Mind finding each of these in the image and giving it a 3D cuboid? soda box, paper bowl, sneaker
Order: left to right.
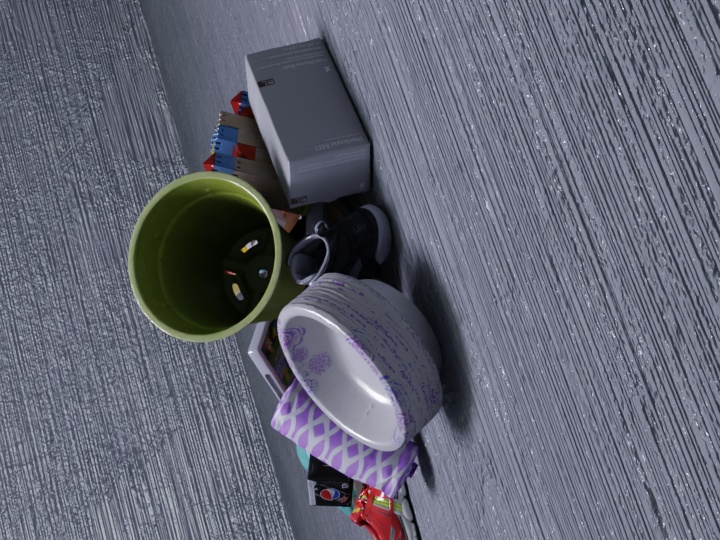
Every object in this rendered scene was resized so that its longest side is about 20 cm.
[{"bbox_3d":[-0.036,0.019,1.546,0.075,0.113,0.201,39,127,41],"label":"sneaker"},{"bbox_3d":[-0.037,0.243,1.916,0.071,0.063,0.201,87,-175,-45],"label":"soda box"},{"bbox_3d":[0.010,0.092,1.449,0.200,0.104,0.201,35,149,25],"label":"paper bowl"},{"bbox_3d":[0.022,0.323,1.842,0.077,0.084,0.201,121,133,-73],"label":"sneaker"}]

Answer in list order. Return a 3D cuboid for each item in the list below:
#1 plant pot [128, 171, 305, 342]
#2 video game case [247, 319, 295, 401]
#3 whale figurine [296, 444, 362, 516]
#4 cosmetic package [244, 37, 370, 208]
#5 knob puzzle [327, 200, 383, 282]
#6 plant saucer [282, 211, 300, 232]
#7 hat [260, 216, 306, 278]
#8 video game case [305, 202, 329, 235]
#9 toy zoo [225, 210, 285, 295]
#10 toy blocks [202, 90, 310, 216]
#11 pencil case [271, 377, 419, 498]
[{"bbox_3d":[-0.154,-0.006,1.617,0.190,0.199,0.201,21,-130,-70],"label":"plant pot"},{"bbox_3d":[-0.100,0.119,1.989,0.183,0.022,0.201,60,-152,-32],"label":"video game case"},{"bbox_3d":[-0.047,0.315,2.123,0.159,0.103,0.201,-119,18,-50],"label":"whale figurine"},{"bbox_3d":[-0.065,-0.179,1.588,0.091,0.106,0.201,89,161,-48],"label":"cosmetic package"},{"bbox_3d":[0.000,0.000,1.683,0.220,0.030,0.221,165,90,-80],"label":"knob puzzle"},{"bbox_3d":[-0.120,-0.104,1.874,0.200,0.032,0.201,-42,32,35],"label":"plant saucer"},{"bbox_3d":[-0.112,-0.022,1.936,0.201,0.080,0.202,1,-90,-89],"label":"hat"},{"bbox_3d":[-0.054,-0.064,1.733,0.183,0.023,0.201,89,-178,-50],"label":"video game case"},{"bbox_3d":[-0.158,-0.049,1.829,0.132,0.020,0.200,-54,26,17],"label":"toy zoo"},{"bbox_3d":[-0.130,-0.155,1.668,0.100,0.136,0.201,115,163,-45],"label":"toy blocks"},{"bbox_3d":[-0.020,0.212,1.677,0.199,0.084,0.086,32,174,7],"label":"pencil case"}]
